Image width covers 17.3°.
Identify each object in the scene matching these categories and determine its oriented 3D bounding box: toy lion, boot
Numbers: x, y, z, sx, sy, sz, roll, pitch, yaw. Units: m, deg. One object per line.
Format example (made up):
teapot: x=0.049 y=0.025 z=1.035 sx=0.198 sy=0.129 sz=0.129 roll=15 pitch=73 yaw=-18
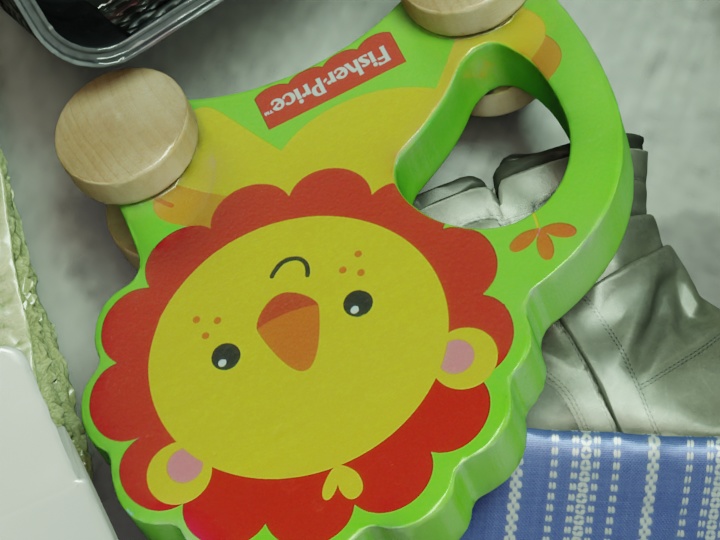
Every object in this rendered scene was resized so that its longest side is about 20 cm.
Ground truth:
toy lion: x=0.000 y=0.000 z=0.756 sx=0.200 sy=0.069 sz=0.192 roll=-27 pitch=57 yaw=-1
boot: x=0.105 y=0.011 z=0.803 sx=0.199 sy=0.068 sz=0.131 roll=-12 pitch=80 yaw=-2

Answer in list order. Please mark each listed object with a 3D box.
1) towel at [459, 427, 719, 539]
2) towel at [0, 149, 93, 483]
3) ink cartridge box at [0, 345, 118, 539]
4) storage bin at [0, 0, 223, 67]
towel: x=0.114 y=0.117 z=0.779 sx=0.199 sy=0.024 sz=0.145 roll=3 pitch=114 yaw=-3
towel: x=-0.183 y=0.002 z=0.806 sx=0.148 sy=0.036 sz=0.201 roll=-15 pitch=85 yaw=-4
ink cartridge box: x=-0.113 y=0.126 z=0.690 sx=0.116 sy=0.068 sz=0.201 roll=-23 pitch=103 yaw=-7
storage bin: x=-0.055 y=-0.174 z=0.784 sx=0.200 sy=0.094 sz=0.135 roll=-33 pitch=110 yaw=-6
